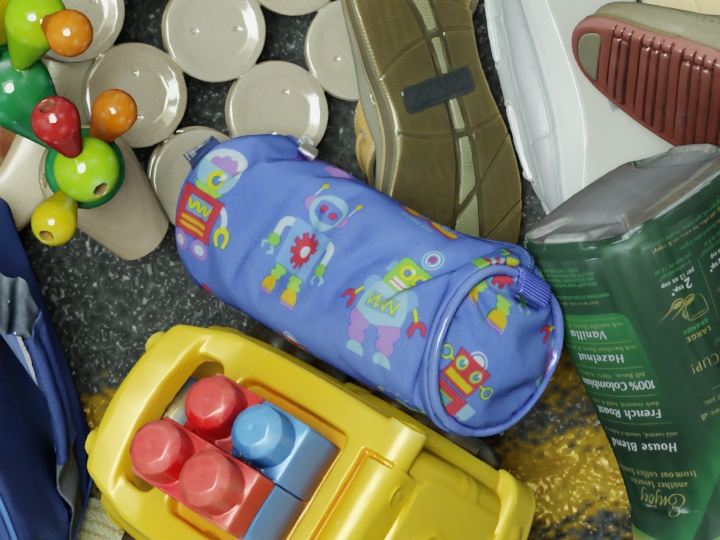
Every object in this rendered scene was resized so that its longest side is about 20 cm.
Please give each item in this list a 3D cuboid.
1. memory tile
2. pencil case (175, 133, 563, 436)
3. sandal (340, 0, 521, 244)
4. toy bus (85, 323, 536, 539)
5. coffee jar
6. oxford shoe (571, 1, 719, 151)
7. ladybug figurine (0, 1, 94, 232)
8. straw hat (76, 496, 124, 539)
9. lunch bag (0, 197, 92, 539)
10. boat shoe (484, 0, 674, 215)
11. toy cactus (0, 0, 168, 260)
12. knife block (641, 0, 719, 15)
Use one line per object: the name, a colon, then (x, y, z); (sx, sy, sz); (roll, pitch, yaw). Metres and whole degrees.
memory tile: (-0.052, -0.131, 0.978); (0.200, 0.017, 0.153); (-40, 100, -9)
pencil case: (0.000, 0.000, 0.901); (0.200, 0.078, 0.087); (29, 91, 43)
sandal: (0.025, -0.069, 0.974); (0.080, 0.054, 0.201); (-17, 100, -27)
toy bus: (-0.052, 0.088, 0.894); (0.200, 0.192, 0.136); (27, 83, 34)
coffee jar: (0.151, 0.054, 0.902); (0.104, 0.085, 0.201); (-33, 108, -35)
oxford shoe: (0.193, -0.085, 0.897); (0.199, 0.071, 0.075); (20, 63, 11)
ladybug figurine: (-0.190, -0.092, 1.006); (0.135, 0.072, 0.201); (27, 91, 8)
straw hat: (-0.155, 0.204, 0.975); (0.200, 0.085, 0.202); (0, 87, 9)
lunch bag: (-0.198, 0.058, 0.936); (0.132, 0.136, 0.201); (-7, 125, 8)
boat shoe: (0.101, -0.066, 0.962); (0.072, 0.068, 0.201); (-22, 96, -28)
toy cactus: (-0.144, -0.058, 0.898); (0.102, 0.165, 0.200); (-50, 43, -13)
knife block: (0.201, -0.022, 0.945); (0.199, 0.064, 0.176); (20, 89, 9)
